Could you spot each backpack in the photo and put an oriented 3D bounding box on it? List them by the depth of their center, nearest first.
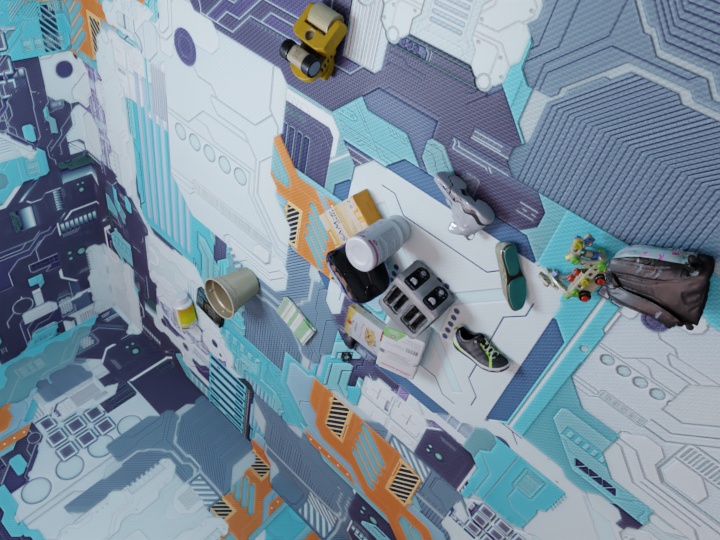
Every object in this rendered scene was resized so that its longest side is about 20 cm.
[{"bbox_3d":[0.644,0.022,1.169,0.199,0.126,0.168,16,115,39],"label":"backpack"},{"bbox_3d":[0.000,0.000,1.756,0.201,0.182,0.147,63,176,-2],"label":"backpack"}]

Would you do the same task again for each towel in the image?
[{"bbox_3d":[-0.282,0.219,2.314,0.200,0.023,0.153,48,141,9],"label":"towel"}]

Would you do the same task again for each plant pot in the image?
[{"bbox_3d":[-0.556,0.083,2.372,0.200,0.183,0.202,25,132,31],"label":"plant pot"}]

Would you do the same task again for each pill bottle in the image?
[{"bbox_3d":[0.058,-0.088,1.623,0.113,0.200,0.114,25,132,32],"label":"pill bottle"},{"bbox_3d":[-0.969,0.222,2.940,0.109,0.109,0.201,22,130,34],"label":"pill bottle"}]

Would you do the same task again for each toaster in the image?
[{"bbox_3d":[0.171,0.096,1.700,0.181,0.118,0.200,48,140,10],"label":"toaster"}]

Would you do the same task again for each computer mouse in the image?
[{"bbox_3d":[-0.057,0.310,2.137,0.058,0.034,0.201,35,139,20],"label":"computer mouse"}]

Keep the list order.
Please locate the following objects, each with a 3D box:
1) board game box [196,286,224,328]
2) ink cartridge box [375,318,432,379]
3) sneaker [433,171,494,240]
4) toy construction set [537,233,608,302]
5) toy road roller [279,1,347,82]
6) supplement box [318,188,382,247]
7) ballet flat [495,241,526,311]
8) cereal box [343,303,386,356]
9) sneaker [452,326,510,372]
[{"bbox_3d":[-0.785,0.192,2.797,0.200,0.028,0.136,41,138,18],"label":"board game box"},{"bbox_3d":[0.147,0.261,1.836,0.145,0.084,0.201,23,132,12],"label":"ink cartridge box"},{"bbox_3d":[0.260,-0.172,1.460,0.200,0.075,0.115,44,136,9],"label":"sneaker"},{"bbox_3d":[0.522,0.003,1.303,0.130,0.092,0.200,26,145,-2],"label":"toy construction set"},{"bbox_3d":[-0.120,-0.633,1.521,0.123,0.146,0.200,40,101,18],"label":"toy road roller"},{"bbox_3d":[-0.034,-0.169,1.760,0.200,0.073,0.127,-23,98,50],"label":"supplement box"},{"bbox_3d":[0.408,0.012,1.462,0.062,0.067,0.201,-145,40,-65],"label":"ballet flat"},{"bbox_3d":[0.031,0.227,1.991,0.200,0.039,0.145,35,136,24],"label":"cereal box"},{"bbox_3d":[0.365,0.237,1.637,0.199,0.072,0.083,27,132,30],"label":"sneaker"}]
